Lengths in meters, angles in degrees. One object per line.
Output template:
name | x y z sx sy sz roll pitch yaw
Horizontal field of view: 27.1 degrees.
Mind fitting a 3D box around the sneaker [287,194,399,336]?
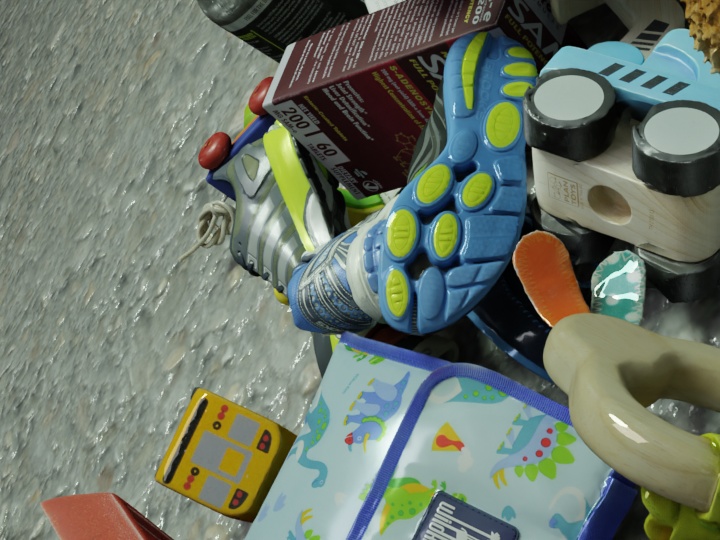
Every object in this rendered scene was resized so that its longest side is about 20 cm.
sneaker | 0.000 0.000 0.924 0.085 0.077 0.200 -19 -1 12

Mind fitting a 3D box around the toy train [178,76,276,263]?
toy train | -0.092 -0.103 1.270 0.200 0.085 0.116 -43 23 31

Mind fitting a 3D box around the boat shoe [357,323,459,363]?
boat shoe | -0.001 0.125 0.918 0.062 0.071 0.200 12 70 35

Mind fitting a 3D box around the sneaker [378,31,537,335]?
sneaker | 0.058 -0.043 0.835 0.083 0.071 0.200 97 -172 -55

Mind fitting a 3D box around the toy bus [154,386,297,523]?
toy bus | -0.078 0.125 0.973 0.200 0.078 0.065 61 -128 -76

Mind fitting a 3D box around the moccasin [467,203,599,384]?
moccasin | 0.088 -0.008 0.879 0.068 0.080 0.200 -49 31 13

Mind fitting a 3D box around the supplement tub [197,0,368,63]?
supplement tub | -0.040 -0.217 1.152 0.122 0.200 0.123 -39 36 35

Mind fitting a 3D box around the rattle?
rattle | 0.130 0.087 0.701 0.200 0.130 0.143 35 137 45

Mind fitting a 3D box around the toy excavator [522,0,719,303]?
toy excavator | 0.155 -0.101 0.822 0.194 0.100 0.200 23 53 32

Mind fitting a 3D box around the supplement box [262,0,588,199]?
supplement box | 0.046 -0.119 0.972 0.200 0.109 0.061 -14 45 41

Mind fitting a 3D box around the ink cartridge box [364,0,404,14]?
ink cartridge box | 0.091 -0.242 1.006 0.200 0.084 0.145 -31 71 36

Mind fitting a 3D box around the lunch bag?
lunch bag | 0.041 0.140 0.786 0.200 0.127 0.170 16 76 50

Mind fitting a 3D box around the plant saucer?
plant saucer | -0.076 0.207 0.837 0.037 0.200 0.200 -49 28 -5

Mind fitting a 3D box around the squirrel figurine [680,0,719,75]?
squirrel figurine | 0.221 -0.198 0.743 0.200 0.142 0.187 -45 17 -14

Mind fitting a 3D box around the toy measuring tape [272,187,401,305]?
toy measuring tape | -0.009 -0.057 1.093 0.200 0.073 0.074 -53 29 15

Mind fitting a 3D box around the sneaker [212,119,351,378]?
sneaker | -0.043 -0.006 1.037 0.081 0.074 0.201 -26 68 21
